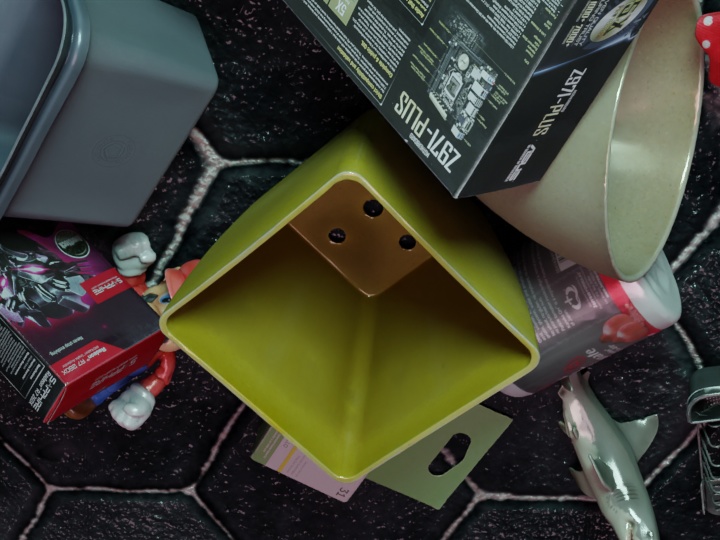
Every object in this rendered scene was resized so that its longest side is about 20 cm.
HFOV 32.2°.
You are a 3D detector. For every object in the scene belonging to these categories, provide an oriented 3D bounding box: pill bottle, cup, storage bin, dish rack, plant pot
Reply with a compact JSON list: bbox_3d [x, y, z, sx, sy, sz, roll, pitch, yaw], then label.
[{"bbox_3d":[0.144,0.033,0.994,0.199,0.111,0.111,-30,119,26],"label":"pill bottle"},{"bbox_3d":[0.138,-0.104,0.860,0.142,0.201,0.202,12,132,28],"label":"cup"},{"bbox_3d":[-0.203,-0.126,0.909,0.133,0.147,0.200,10,133,-37],"label":"storage bin"},{"bbox_3d":[0.368,0.159,1.102,0.151,0.055,0.202,-7,126,12],"label":"dish rack"},{"bbox_3d":[0.000,0.000,0.940,0.199,0.177,0.200,-36,113,27],"label":"plant pot"}]

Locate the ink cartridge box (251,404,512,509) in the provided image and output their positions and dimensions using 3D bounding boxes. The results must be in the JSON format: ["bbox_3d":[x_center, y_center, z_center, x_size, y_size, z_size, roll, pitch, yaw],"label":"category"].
[{"bbox_3d":[0.019,0.154,1.141,0.198,0.048,0.146,27,125,-11],"label":"ink cartridge box"}]

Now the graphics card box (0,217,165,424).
[{"bbox_3d":[-0.258,0.010,0.964,0.200,0.125,0.051,45,125,10],"label":"graphics card box"}]

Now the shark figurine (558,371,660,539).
[{"bbox_3d":[0.223,0.135,1.102,0.089,0.128,0.217,-24,106,-7],"label":"shark figurine"}]

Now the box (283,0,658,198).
[{"bbox_3d":[0.060,-0.173,0.741,0.086,0.200,0.165,-14,145,-43],"label":"box"}]

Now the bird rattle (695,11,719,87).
[{"bbox_3d":[0.319,-0.197,0.827,0.198,0.113,0.165,-9,105,16],"label":"bird rattle"}]

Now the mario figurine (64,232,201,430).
[{"bbox_3d":[-0.195,0.052,1.050,0.199,0.107,0.124,-30,117,27],"label":"mario figurine"}]
